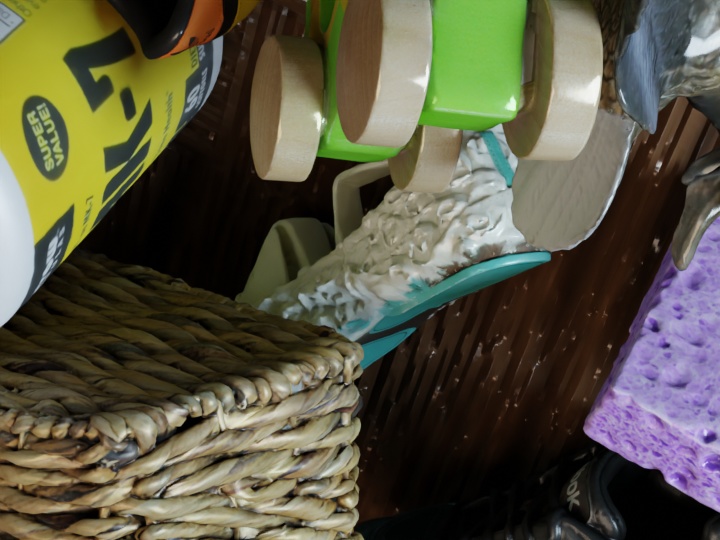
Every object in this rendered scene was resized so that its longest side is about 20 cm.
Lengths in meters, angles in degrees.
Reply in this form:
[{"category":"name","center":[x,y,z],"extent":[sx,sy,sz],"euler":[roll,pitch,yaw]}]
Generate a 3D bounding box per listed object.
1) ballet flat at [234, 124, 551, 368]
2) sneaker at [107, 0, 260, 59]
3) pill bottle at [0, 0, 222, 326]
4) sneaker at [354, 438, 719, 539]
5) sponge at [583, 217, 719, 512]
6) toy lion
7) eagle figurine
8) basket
[{"category":"ballet flat","center":[0.000,0.000,0.856],"extent":[0.072,0.072,0.200],"euler":[46,137,-10]},{"category":"sneaker","center":[-0.101,-0.158,0.761],"extent":[0.200,0.090,0.070],"euler":[48,134,-11]},{"category":"pill bottle","center":[-0.138,-0.046,0.794],"extent":[0.114,0.200,0.115],"euler":[16,131,19]},{"category":"sneaker","center":[0.072,0.105,0.886],"extent":[0.199,0.071,0.098],"euler":[3,127,26]},{"category":"sponge","center":[0.178,0.058,0.755],"extent":[0.199,0.112,0.030],"euler":[30,136,5]},{"category":"toy lion","center":[0.021,-0.126,0.682],"extent":[0.068,0.193,0.200],"euler":[4,176,-14]},{"category":"eagle figurine","center":[0.101,-0.104,0.667],"extent":[0.151,0.151,0.201],"euler":[8,140,38]},{"category":"basket","center":[-0.105,0.088,0.838],"extent":[0.199,0.142,0.150],"euler":[18,116,44]}]
